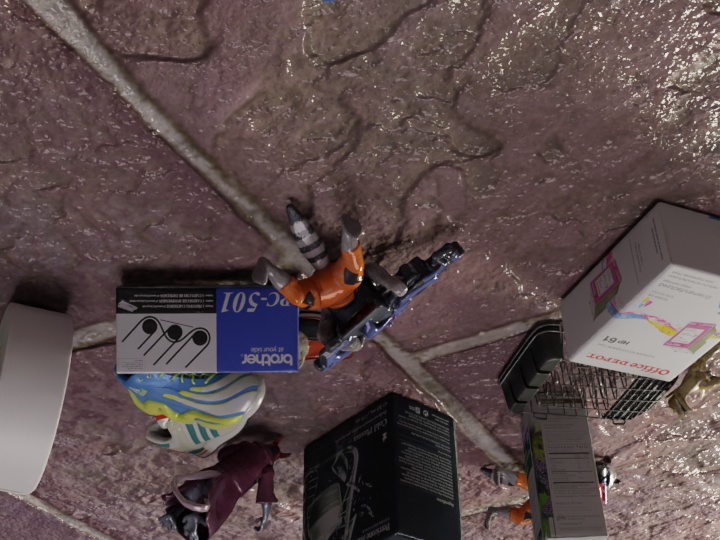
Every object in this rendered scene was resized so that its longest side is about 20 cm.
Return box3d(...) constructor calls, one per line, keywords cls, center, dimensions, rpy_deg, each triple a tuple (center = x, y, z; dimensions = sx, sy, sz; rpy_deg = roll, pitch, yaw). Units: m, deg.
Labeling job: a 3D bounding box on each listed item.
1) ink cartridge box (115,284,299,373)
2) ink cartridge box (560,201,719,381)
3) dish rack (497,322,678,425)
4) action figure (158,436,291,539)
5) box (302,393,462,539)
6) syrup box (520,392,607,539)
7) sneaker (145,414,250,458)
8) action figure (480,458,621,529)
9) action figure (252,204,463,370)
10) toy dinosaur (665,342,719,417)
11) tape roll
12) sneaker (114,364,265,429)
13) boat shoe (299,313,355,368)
box3d(cls="ink cartridge box", center=(-0.166, 0.063, 1.236), dimensions=(0.197, 0.095, 0.044), rpy_deg=(-1, -177, -4))
box3d(cls="ink cartridge box", center=(0.330, 0.030, 1.227), dimensions=(0.143, 0.085, 0.200), rpy_deg=(12, 143, -19))
box3d(cls="dish rack", center=(0.286, 0.134, 1.396), dimensions=(0.198, 0.055, 0.154), rpy_deg=(6, 145, -14))
box3d(cls="action figure", center=(-0.176, 0.269, 1.491), dimensions=(0.199, 0.134, 0.150), rpy_deg=(-35, 144, -31))
box3d(cls="box", center=(0.025, 0.303, 1.490), dimensions=(0.123, 0.198, 0.200), rpy_deg=(24, 136, -32))
box3d(cls="syrup box", center=(0.257, 0.263, 1.443), dimensions=(0.080, 0.202, 0.079), rpy_deg=(-2, 144, -3))
box3d(cls="sneaker", center=(-0.206, 0.178, 1.414), dimensions=(0.093, 0.071, 0.200), rpy_deg=(12, 145, -28))
box3d(cls="action figure", center=(0.276, 0.291, 1.605), dimensions=(0.191, 0.105, 0.202), rpy_deg=(-4, 120, -9))
box3d(cls="action figure", center=(0.000, 0.000, 1.180), dimensions=(0.199, 0.105, 0.194), rpy_deg=(-37, 145, 2))
box3d(cls="toy dinosaur", center=(0.420, 0.129, 1.385), dimensions=(0.101, 0.059, 0.200), rpy_deg=(-38, 166, 22))
box3d(cls="tape roll", center=(-0.377, 0.141, 1.246), dimensions=(0.070, 0.204, 0.203), rpy_deg=(14, 141, -22))
box3d(cls="sneaker", center=(-0.211, 0.133, 1.320), dimensions=(0.198, 0.076, 0.105), rpy_deg=(-6, 146, 33))
box3d(cls="boat shoe", center=(-0.097, 0.088, 1.305), dimensions=(0.198, 0.063, 0.071), rpy_deg=(7, 141, -14))
